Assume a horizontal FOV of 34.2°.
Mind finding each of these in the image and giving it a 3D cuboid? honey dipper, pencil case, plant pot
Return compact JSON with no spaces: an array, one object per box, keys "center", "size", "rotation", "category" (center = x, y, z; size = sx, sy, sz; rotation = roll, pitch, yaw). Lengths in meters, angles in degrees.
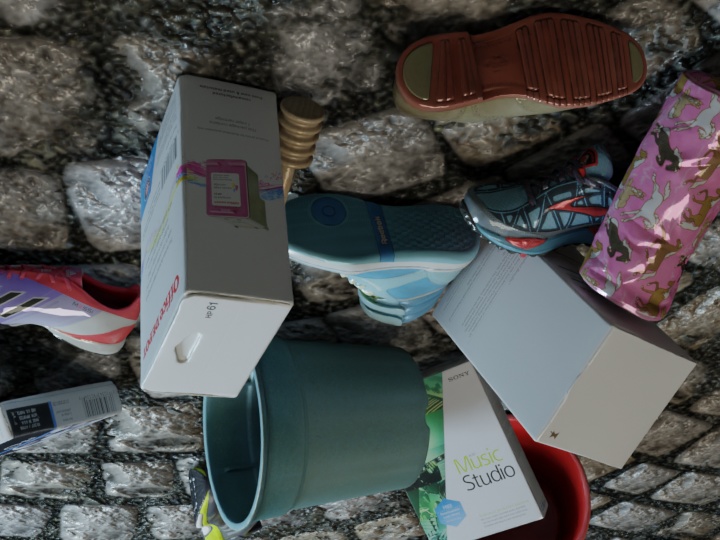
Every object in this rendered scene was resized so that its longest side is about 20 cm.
[{"center":[-0.072,-0.048,0.970],"size":[0.037,0.038,0.202],"rotation":[6,126,-18],"category":"honey dipper"},{"center":[0.256,-0.059,0.955],"size":[0.082,0.086,0.202],"rotation":[-7,127,-57],"category":"pencil case"},{"center":[-0.043,0.157,1.209],"size":[0.193,0.203,0.201],"rotation":[1,147,-24],"category":"plant pot"},{"center":[0.188,0.301,1.464],"size":[0.197,0.204,0.178],"rotation":[-10,158,5],"category":"plant pot"}]

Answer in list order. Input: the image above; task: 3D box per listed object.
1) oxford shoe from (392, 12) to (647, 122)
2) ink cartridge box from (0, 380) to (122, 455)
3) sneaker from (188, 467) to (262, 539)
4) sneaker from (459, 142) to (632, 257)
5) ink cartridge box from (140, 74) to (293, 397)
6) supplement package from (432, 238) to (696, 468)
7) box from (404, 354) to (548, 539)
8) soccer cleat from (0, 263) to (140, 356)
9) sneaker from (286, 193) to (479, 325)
[{"center":[0.119,-0.151,0.898],"size":[0.196,0.072,0.074],"rotation":[-2,172,-7],"category":"oxford shoe"},{"center":[-0.382,0.172,1.217],"size":[0.197,0.044,0.198],"rotation":[-20,175,20],"category":"ink cartridge box"},{"center":[-0.173,0.298,1.503],"size":[0.079,0.075,0.201],"rotation":[-12,154,-4],"category":"sneaker"},{"center":[0.182,-0.073,1.017],"size":[0.196,0.080,0.097],"rotation":[-3,132,-16],"category":"sneaker"},{"center":[-0.117,-0.023,0.906],"size":[0.083,0.203,0.145],"rotation":[8,144,-20],"category":"ink cartridge box"},{"center":[0.178,0.060,1.054],"size":[0.119,0.200,0.122],"rotation":[22,109,-35],"category":"supplement package"},{"center":[0.107,0.206,1.320],"size":[0.143,0.202,0.036],"rotation":[-23,-173,23],"category":"box"},{"center":[-0.295,0.019,1.073],"size":[0.198,0.069,0.074],"rotation":[20,120,-33],"category":"soccer cleat"},{"center":[0.000,0.000,1.072],"size":[0.196,0.081,0.131],"rotation":[5,143,-16],"category":"sneaker"}]
